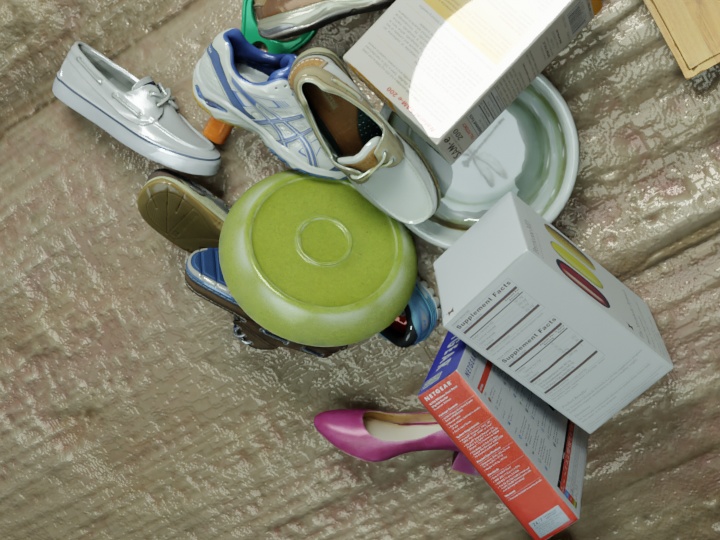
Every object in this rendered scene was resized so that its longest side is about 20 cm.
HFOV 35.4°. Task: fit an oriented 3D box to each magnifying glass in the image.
[{"bbox_3d":[-0.104,-0.216,1.142,0.080,0.022,0.200,33,111,1],"label":"magnifying glass"}]

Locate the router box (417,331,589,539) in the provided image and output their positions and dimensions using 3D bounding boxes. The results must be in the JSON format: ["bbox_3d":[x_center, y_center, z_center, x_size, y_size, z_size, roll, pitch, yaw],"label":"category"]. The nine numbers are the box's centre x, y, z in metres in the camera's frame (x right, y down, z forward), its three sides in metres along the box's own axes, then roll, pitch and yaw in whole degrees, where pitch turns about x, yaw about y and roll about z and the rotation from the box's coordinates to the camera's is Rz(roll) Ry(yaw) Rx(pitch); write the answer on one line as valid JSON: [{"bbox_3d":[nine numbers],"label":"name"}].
[{"bbox_3d":[0.147,0.138,1.100,0.049,0.200,0.180,-37,95,22],"label":"router box"}]

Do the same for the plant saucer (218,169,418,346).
[{"bbox_3d":[-0.037,-0.023,1.104,0.200,0.200,0.031,28,150,4],"label":"plant saucer"}]

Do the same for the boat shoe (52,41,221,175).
[{"bbox_3d":[-0.225,-0.167,1.157,0.200,0.074,0.065,29,113,5],"label":"boat shoe"}]

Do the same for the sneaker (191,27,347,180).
[{"bbox_3d":[-0.066,-0.160,1.095,0.200,0.075,0.088,25,140,-10],"label":"sneaker"}]

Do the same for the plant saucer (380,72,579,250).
[{"bbox_3d":[0.114,-0.117,1.103,0.200,0.050,0.201,4,110,12],"label":"plant saucer"}]

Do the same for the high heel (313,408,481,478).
[{"bbox_3d":[0.054,0.159,1.195,0.200,0.067,0.096,16,123,3],"label":"high heel"}]

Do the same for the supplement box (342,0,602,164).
[{"bbox_3d":[0.101,-0.213,1.014,0.200,0.074,0.126,-45,71,5],"label":"supplement box"}]

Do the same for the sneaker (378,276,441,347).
[{"bbox_3d":[0.000,0.000,1.149,0.200,0.090,0.078,42,113,-2],"label":"sneaker"}]

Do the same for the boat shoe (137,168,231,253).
[{"bbox_3d":[-0.144,-0.035,1.180,0.073,0.065,0.200,-33,118,22],"label":"boat shoe"}]

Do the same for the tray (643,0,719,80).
[{"bbox_3d":[0.289,-0.283,1.011,0.099,0.037,0.200,-29,98,21],"label":"tray"}]

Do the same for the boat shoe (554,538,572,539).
[{"bbox_3d":[0.212,0.384,1.242,0.065,0.073,0.201,0,105,26],"label":"boat shoe"}]

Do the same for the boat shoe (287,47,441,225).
[{"bbox_3d":[0.002,-0.113,1.054,0.075,0.068,0.200,-36,110,20],"label":"boat shoe"}]

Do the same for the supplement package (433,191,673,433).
[{"bbox_3d":[0.180,0.041,1.073,0.200,0.114,0.110,36,114,-23],"label":"supplement package"}]

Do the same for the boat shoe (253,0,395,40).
[{"bbox_3d":[-0.009,-0.276,1.061,0.200,0.076,0.072,-16,97,4],"label":"boat shoe"}]

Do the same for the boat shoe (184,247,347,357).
[{"bbox_3d":[-0.095,0.044,1.143,0.200,0.072,0.072,24,124,-22],"label":"boat shoe"}]
